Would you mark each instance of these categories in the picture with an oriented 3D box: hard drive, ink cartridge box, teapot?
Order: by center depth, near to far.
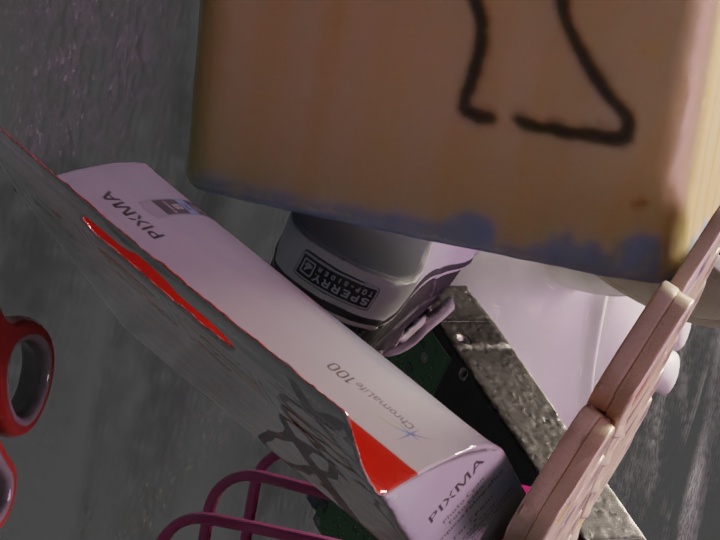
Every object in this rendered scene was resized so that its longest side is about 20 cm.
[{"bbox_3d":[-0.031,0.015,0.831,0.047,0.160,0.200,-48,159,-10],"label":"ink cartridge box"},{"bbox_3d":[0.053,0.121,1.148,0.038,0.200,0.140,0,130,-35],"label":"hard drive"},{"bbox_3d":[0.088,0.012,1.299,0.200,0.146,0.198,-55,152,-54],"label":"teapot"}]

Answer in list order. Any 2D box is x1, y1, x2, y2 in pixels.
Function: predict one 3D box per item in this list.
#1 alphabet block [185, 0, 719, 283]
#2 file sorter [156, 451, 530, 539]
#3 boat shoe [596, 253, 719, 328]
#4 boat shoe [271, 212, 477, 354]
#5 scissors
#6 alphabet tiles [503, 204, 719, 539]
[{"bbox_3d":[0.059,-0.132,0.999,0.196,0.195,0.200,-49,149,-65],"label":"alphabet block"},{"bbox_3d":[-0.027,0.159,1.026,0.200,0.125,0.139,-31,132,-69],"label":"file sorter"},{"bbox_3d":[0.095,-0.048,1.143,0.060,0.202,0.072,-43,153,-26],"label":"boat shoe"},{"bbox_3d":[0.002,0.001,1.066,0.068,0.074,0.199,-61,180,19],"label":"boat shoe"},{"bbox_3d":[-0.120,0.007,0.782,0.200,0.014,0.073,82,26,-55],"label":"scissors"},{"bbox_3d":[0.076,0.073,0.929,0.196,0.015,0.200,-56,171,-16],"label":"alphabet tiles"}]
